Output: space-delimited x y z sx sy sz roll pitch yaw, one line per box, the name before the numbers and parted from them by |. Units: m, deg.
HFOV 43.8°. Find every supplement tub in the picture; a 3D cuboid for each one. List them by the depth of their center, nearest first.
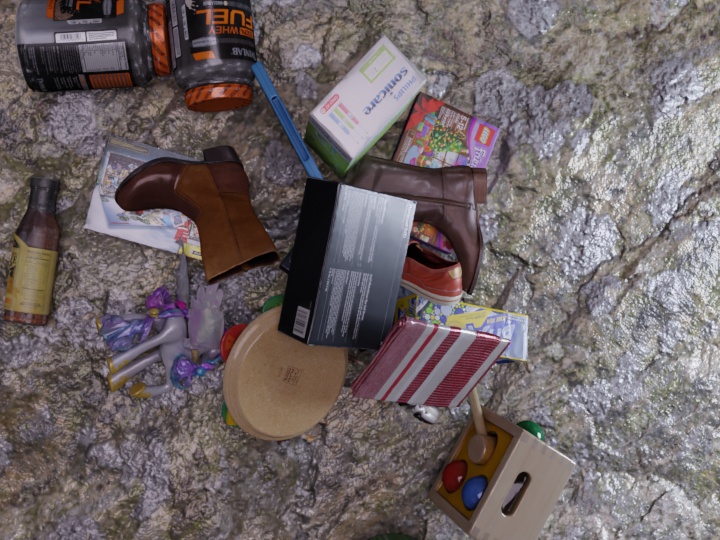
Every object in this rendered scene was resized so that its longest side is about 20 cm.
supplement tub | -0.366 -0.315 1.240 0.195 0.122 0.126 -5 89 -7
supplement tub | -0.209 -0.334 1.259 0.119 0.123 0.205 -7 90 -7

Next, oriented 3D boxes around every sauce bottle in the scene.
sauce bottle | -0.456 -0.027 1.255 0.064 0.066 0.205 7 86 -6

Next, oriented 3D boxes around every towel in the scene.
towel | 0.096 0.127 1.219 0.197 0.023 0.145 12 126 -36

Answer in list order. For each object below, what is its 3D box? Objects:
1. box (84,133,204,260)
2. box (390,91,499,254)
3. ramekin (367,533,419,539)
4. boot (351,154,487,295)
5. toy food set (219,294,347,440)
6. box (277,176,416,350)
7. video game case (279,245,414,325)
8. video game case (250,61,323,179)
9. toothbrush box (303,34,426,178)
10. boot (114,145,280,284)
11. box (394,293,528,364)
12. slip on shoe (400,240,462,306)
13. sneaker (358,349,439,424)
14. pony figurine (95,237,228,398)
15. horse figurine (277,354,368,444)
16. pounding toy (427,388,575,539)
box | -0.282 -0.101 1.288 0.195 0.038 0.140 15 87 -6
box | 0.109 -0.144 1.334 0.134 0.039 0.204 22 87 -6
ramekin | 0.051 0.481 1.286 0.195 0.098 0.206 0 89 -6
boot | 0.078 -0.065 1.282 0.195 0.064 0.192 3 89 -4
toy food set | -0.103 0.133 1.217 0.194 0.048 0.205 2 104 -34
box | -0.017 -0.006 1.162 0.139 0.078 0.205 9 95 -39
video game case | 0.000 0.000 1.299 0.198 0.019 0.144 36 65 0
video game case | -0.090 -0.180 1.247 0.018 0.143 0.203 -28 84 0
toothbrush box | 0.001 -0.220 1.243 0.086 0.200 0.146 44 85 -4
boot | -0.222 -0.060 1.201 0.184 0.069 0.203 -13 58 -17
box | 0.146 0.087 1.286 0.196 0.064 0.072 11 76 -26
slip on shoe | 0.058 -0.017 1.243 0.197 0.074 0.063 25 118 29
sneaker | 0.062 0.134 1.311 0.080 0.075 0.202 -36 94 -15
pony figurine | -0.255 0.081 1.227 0.196 0.167 0.197 -16 128 -21
horse figurine | -0.079 0.157 1.299 0.132 0.050 0.201 41 88 3
pounding toy | 0.187 0.267 1.278 0.141 0.184 0.203 31 86 -17
